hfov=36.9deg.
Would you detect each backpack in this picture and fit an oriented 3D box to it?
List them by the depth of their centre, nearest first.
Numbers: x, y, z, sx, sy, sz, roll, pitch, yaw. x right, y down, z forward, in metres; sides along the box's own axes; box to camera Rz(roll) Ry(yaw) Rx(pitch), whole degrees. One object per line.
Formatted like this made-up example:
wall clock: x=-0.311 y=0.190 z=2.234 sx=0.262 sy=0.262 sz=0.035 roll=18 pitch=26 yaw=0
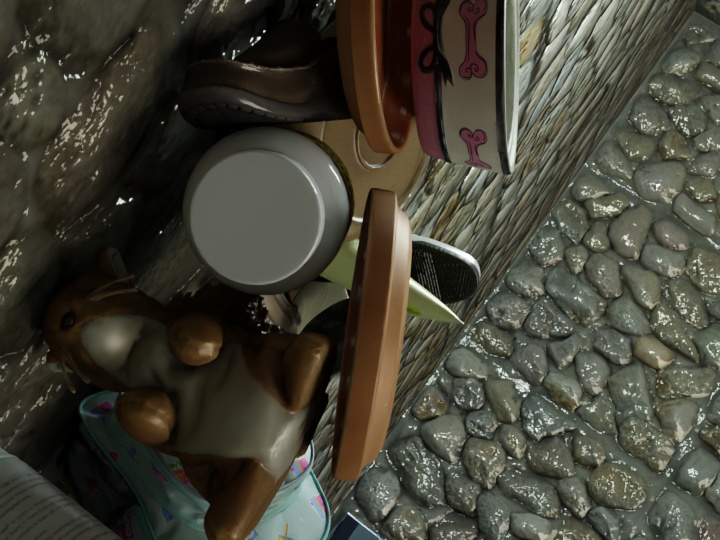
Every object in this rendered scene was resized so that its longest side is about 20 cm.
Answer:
backpack: x=-0.119 y=0.170 z=0.850 sx=0.175 sy=0.201 sz=0.153 roll=-14 pitch=155 yaw=-43

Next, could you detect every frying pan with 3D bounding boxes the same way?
frying pan: x=-0.047 y=0.083 z=1.009 sx=0.190 sy=0.031 sz=0.115 roll=-39 pitch=-157 yaw=-17

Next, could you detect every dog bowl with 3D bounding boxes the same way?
dog bowl: x=0.088 y=-0.177 z=0.874 sx=0.200 sy=0.073 sz=0.202 roll=0 pitch=90 yaw=-79

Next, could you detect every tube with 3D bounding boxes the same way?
tube: x=0.000 y=0.000 z=0.976 sx=0.052 sy=0.199 sz=0.058 roll=-50 pitch=-163 yaw=32

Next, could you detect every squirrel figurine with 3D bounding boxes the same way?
squirrel figurine: x=-0.118 y=0.067 z=0.736 sx=0.142 sy=0.186 sz=0.200 roll=-66 pitch=172 yaw=5

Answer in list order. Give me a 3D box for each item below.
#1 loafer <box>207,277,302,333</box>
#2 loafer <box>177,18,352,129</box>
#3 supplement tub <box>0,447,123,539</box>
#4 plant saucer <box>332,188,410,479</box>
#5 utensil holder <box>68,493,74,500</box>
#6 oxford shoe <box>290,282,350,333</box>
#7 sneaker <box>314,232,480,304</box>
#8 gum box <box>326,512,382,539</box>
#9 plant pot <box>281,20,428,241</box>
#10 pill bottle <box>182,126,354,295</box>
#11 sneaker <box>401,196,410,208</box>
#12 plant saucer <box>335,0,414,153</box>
loafer: x=-0.088 y=0.026 z=1.025 sx=0.063 sy=0.072 sz=0.200 roll=-59 pitch=165 yaw=-7
loafer: x=-0.061 y=-0.136 z=0.741 sx=0.200 sy=0.073 sz=0.071 roll=-21 pitch=108 yaw=-66
supplement tub: x=-0.216 y=0.223 z=0.724 sx=0.132 sy=0.200 sz=0.132 roll=-51 pitch=167 yaw=-17
plant saucer: x=0.008 y=0.045 z=0.751 sx=0.200 sy=0.032 sz=0.202 roll=-173 pitch=-90 yaw=-88
utensil holder: x=-0.175 y=0.276 z=1.020 sx=0.170 sy=0.199 sz=0.170 roll=-53 pitch=167 yaw=-17
oxford shoe: x=-0.038 y=0.031 z=1.205 sx=0.071 sy=0.074 sz=0.201 roll=-42 pitch=161 yaw=-48
sneaker: x=0.029 y=-0.032 z=1.068 sx=0.121 sy=0.199 sz=0.084 roll=-64 pitch=161 yaw=-51
gum box: x=-0.056 y=0.302 z=0.924 sx=0.170 sy=0.044 sz=0.200 roll=-51 pitch=172 yaw=-22
plant pot: x=0.008 y=-0.119 z=0.909 sx=0.200 sy=0.027 sz=0.201 roll=-28 pitch=126 yaw=-46
pill bottle: x=-0.061 y=-0.043 z=0.742 sx=0.112 sy=0.111 sz=0.200 roll=-57 pitch=-177 yaw=7
sneaker: x=0.021 y=-0.102 z=1.026 sx=0.074 sy=0.088 sz=0.200 roll=-8 pitch=-160 yaw=43
plant saucer: x=0.013 y=-0.183 z=0.762 sx=0.200 sy=0.032 sz=0.202 roll=0 pitch=90 yaw=-79
